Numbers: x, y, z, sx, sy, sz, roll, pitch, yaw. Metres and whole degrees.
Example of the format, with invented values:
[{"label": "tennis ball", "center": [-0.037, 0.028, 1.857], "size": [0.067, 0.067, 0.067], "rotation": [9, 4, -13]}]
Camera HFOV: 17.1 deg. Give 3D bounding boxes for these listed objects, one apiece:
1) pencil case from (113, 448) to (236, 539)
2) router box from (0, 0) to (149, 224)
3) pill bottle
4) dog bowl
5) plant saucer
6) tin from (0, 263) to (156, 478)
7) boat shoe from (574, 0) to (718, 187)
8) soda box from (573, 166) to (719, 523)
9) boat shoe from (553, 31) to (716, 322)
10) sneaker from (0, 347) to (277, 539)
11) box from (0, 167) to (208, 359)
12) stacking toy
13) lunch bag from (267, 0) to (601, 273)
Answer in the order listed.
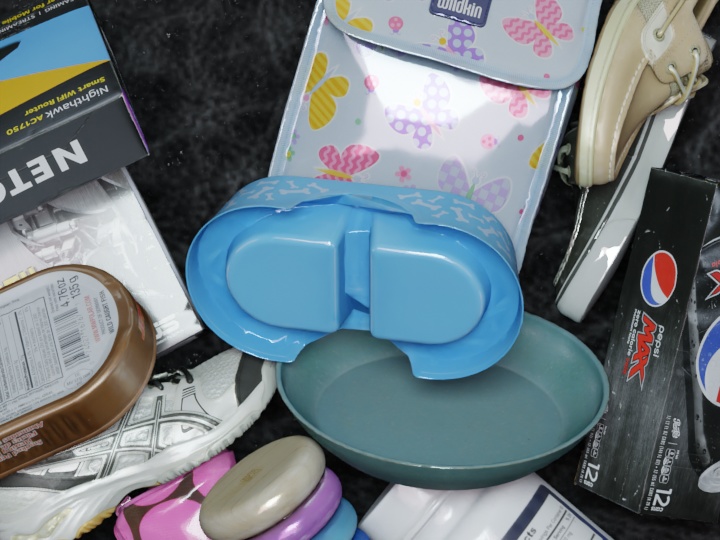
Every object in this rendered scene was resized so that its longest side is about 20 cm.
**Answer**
[{"label": "pencil case", "center": [-0.080, 0.214, 1.460], "size": [0.093, 0.091, 0.201], "rotation": [-25, 85, 5]}, {"label": "router box", "center": [-0.237, -0.083, 1.443], "size": [0.199, 0.149, 0.051], "rotation": [-26, 128, -1]}, {"label": "pill bottle", "center": [0.099, 0.188, 1.445], "size": [0.200, 0.111, 0.111], "rotation": [40, 88, 2]}, {"label": "dog bowl", "center": [0.000, 0.000, 1.400], "size": [0.199, 0.050, 0.112], "rotation": [6, 126, 9]}, {"label": "plant saucer", "center": [0.048, 0.077, 1.427], "size": [0.199, 0.200, 0.036], "rotation": [3, 118, 1]}, {"label": "tin", "center": [-0.217, 0.066, 1.408], "size": [0.199, 0.042, 0.112], "rotation": [-25, 46, 5]}, {"label": "boat shoe", "center": [0.179, -0.133, 1.427], "size": [0.065, 0.072, 0.201], "rotation": [18, 63, 11]}, {"label": "soda box", "center": [0.193, 0.044, 1.427], "size": [0.063, 0.071, 0.201], "rotation": [9, 96, -32]}, {"label": "boat shoe", "center": [0.154, -0.066, 1.479], "size": [0.063, 0.071, 0.201], "rotation": [23, 77, 6]}, {"label": "sneaker", "center": [-0.143, 0.089, 1.433], "size": [0.199, 0.076, 0.088], "rotation": [-32, 101, -10]}, {"label": "box", "center": [-0.216, 0.013, 1.486], "size": [0.199, 0.048, 0.159], "rotation": [-26, 88, -1]}, {"label": "stacking toy", "center": [-0.010, 0.199, 1.418], "size": [0.085, 0.085, 0.201], "rotation": [-34, 105, -1]}, {"label": "lunch bag", "center": [0.046, -0.116, 1.443], "size": [0.169, 0.127, 0.201], "rotation": [19, 97, 0]}]
